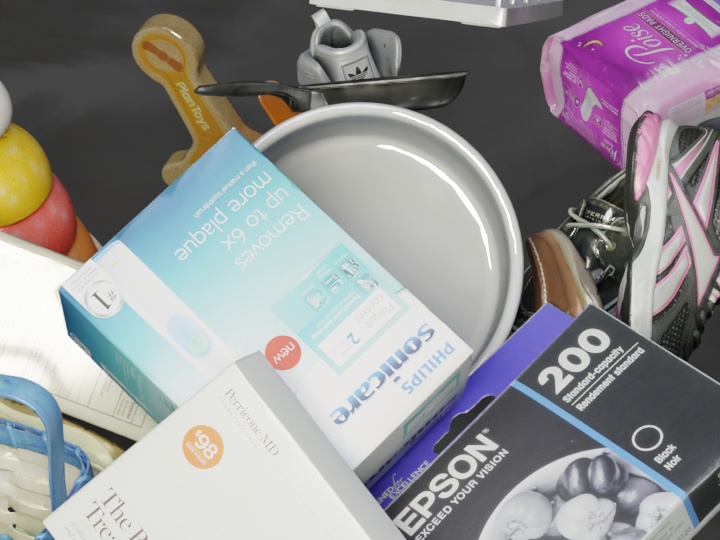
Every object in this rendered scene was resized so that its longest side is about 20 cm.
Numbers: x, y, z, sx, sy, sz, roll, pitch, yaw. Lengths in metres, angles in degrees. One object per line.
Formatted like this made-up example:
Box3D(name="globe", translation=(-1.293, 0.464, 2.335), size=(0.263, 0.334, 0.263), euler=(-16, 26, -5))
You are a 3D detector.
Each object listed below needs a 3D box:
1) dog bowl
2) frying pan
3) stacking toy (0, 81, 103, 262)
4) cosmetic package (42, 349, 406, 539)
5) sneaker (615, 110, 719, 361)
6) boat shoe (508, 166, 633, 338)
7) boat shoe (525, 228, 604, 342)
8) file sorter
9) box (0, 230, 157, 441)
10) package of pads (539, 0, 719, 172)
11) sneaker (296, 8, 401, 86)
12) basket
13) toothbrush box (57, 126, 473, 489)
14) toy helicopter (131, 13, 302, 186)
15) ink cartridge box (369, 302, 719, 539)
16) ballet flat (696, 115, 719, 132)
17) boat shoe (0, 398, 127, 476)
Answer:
Box3D(name="dog bowl", translation=(0.000, 0.000, 1.727), size=(0.199, 0.079, 0.201), euler=(0, 82, -2))
Box3D(name="frying pan", translation=(-0.005, -0.112, 1.757), size=(0.115, 0.031, 0.190), euler=(-2, 6, 33))
Box3D(name="stacking toy", translation=(-0.245, -0.049, 1.792), size=(0.146, 0.200, 0.146), euler=(-3, 43, 3))
Box3D(name="cosmetic package", translation=(-0.056, 0.169, 1.521), size=(0.151, 0.052, 0.200), euler=(-40, 85, 15))
Box3D(name="sneaker", translation=(0.208, -0.001, 1.734), size=(0.086, 0.080, 0.201), euler=(5, 81, 1))
Box3D(name="boat shoe", translation=(0.157, -0.021, 1.814), size=(0.072, 0.071, 0.200), euler=(25, 52, 28))
Box3D(name="boat shoe", translation=(0.124, 0.064, 1.706), size=(0.072, 0.076, 0.200), euler=(-15, 58, 4))
Box3D(name="file sorter", translation=(0.062, -0.244, 1.960), size=(0.138, 0.125, 0.200), euler=(8, 10, 15))
Box3D(name="box", translation=(-0.206, 0.030, 1.717), size=(0.200, 0.078, 0.095), euler=(23, 88, -7))
Box3D(name="package of pads", translation=(0.238, -0.150, 1.943), size=(0.200, 0.076, 0.121), euler=(-25, 44, -20))
Box3D(name="sneaker", translation=(0.008, -0.088, 1.871), size=(0.075, 0.115, 0.200), euler=(-19, 44, -14))
Box3D(name="basket", translation=(-0.246, 0.127, 1.602), size=(0.176, 0.200, 0.139), euler=(14, 46, 19))
Box3D(name="toothbrush box", translation=(-0.055, 0.042, 1.614), size=(0.146, 0.085, 0.200), euler=(-42, 77, -15))
Box3D(name="toy helicopter", translation=(-0.081, -0.084, 1.810), size=(0.132, 0.200, 0.079), euler=(-9, 36, 34))
Box3D(name="ink cartridge box", translation=(0.104, 0.112, 1.594), size=(0.198, 0.043, 0.200), euler=(-43, 47, -16))
Box3D(name="ballet flat", translation=(0.304, -0.055, 1.773), size=(0.199, 0.073, 0.073), euler=(10, 45, 13))
Box3D(name="boat shoe", translation=(-0.231, 0.111, 1.715), size=(0.200, 0.072, 0.066), euler=(18, 71, 24))
